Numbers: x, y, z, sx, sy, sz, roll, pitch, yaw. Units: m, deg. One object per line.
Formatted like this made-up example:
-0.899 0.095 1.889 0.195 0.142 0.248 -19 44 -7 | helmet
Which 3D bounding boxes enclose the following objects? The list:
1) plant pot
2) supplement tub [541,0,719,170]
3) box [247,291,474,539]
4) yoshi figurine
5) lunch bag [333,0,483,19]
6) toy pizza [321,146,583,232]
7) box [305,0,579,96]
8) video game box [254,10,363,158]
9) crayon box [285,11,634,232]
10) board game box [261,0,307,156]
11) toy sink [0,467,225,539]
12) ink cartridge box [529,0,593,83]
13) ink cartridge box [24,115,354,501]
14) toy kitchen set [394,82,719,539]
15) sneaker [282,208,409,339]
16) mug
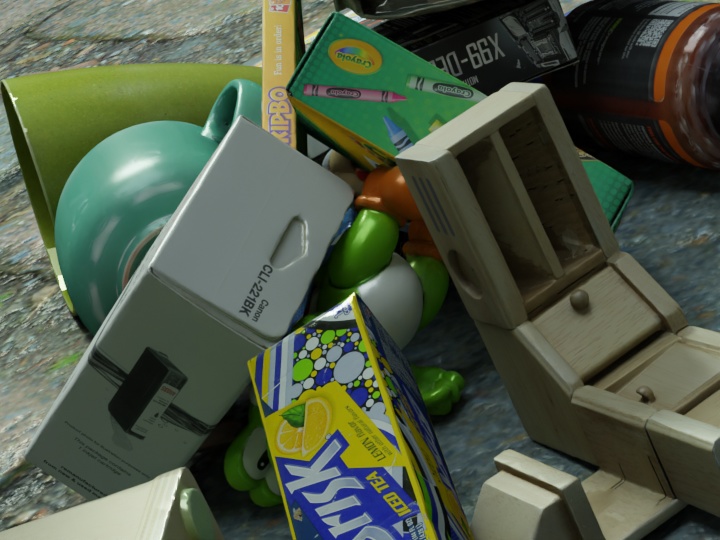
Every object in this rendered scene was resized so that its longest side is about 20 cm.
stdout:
-0.156 -0.085 1.477 0.198 0.189 0.187 -18 20 -13 | plant pot
0.212 -0.121 1.238 0.107 0.108 0.200 -33 23 -20 | supplement tub
0.005 0.106 0.905 0.070 0.064 0.201 -32 37 10 | box
0.001 0.047 1.060 0.201 0.112 0.112 -58 -9 -9 | yoshi figurine
0.063 -0.231 1.250 0.199 0.118 0.164 -24 14 0 | lunch bag
0.074 -0.069 1.254 0.198 0.032 0.201 4 24 -2 | toy pizza
0.042 -0.146 1.297 0.157 0.050 0.200 -24 16 -7 | box
0.012 -0.174 1.551 0.199 0.047 0.182 -31 20 -8 | video game box
0.059 -0.067 1.112 0.059 0.199 0.119 -59 -7 -4 | crayon box
-0.047 -0.104 1.204 0.030 0.096 0.201 -1 56 3 | board game box
-0.099 0.178 0.849 0.198 0.131 0.112 -20 21 13 | toy sink
0.107 -0.141 1.409 0.119 0.042 0.200 -35 8 -24 | ink cartridge box
-0.099 0.031 1.096 0.200 0.083 0.145 -50 10 44 | ink cartridge box
0.093 0.032 0.906 0.163 0.181 0.200 -33 19 -18 | toy kitchen set
0.000 0.000 1.249 0.089 0.079 0.200 21 43 35 | sneaker
-0.125 -0.026 1.270 0.151 0.187 0.114 -6 22 -13 | mug
